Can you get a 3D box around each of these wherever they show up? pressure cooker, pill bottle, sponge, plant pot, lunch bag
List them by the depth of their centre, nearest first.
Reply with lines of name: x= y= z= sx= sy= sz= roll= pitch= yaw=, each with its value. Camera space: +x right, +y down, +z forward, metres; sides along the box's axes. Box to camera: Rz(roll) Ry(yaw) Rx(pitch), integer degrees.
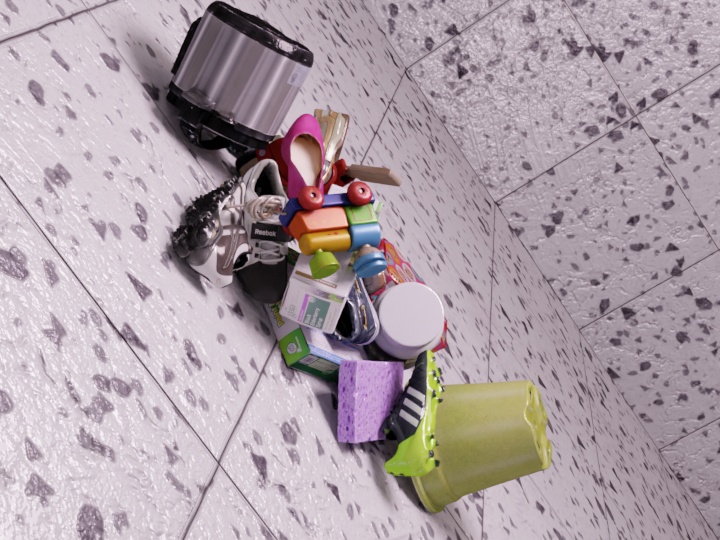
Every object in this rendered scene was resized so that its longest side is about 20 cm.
sponge: x=0.018 y=0.182 z=1.680 sx=0.200 sy=0.030 sz=0.112 roll=13 pitch=77 yaw=-68
pressure cooker: x=-0.181 y=-0.264 z=1.712 sx=0.176 sy=0.200 sz=0.179 roll=21 pitch=14 yaw=-30
plant pot: x=0.179 y=0.242 z=1.762 sx=0.200 sy=0.184 sz=0.201 roll=-14 pitch=90 yaw=-73
pill bottle: x=0.064 y=0.084 z=1.802 sx=0.114 sy=0.114 sz=0.200 roll=61 pitch=-11 yaw=9
lunch bag: x=0.072 y=0.042 z=2.064 sx=0.200 sy=0.082 sz=0.176 roll=51 pitch=17 yaw=-21

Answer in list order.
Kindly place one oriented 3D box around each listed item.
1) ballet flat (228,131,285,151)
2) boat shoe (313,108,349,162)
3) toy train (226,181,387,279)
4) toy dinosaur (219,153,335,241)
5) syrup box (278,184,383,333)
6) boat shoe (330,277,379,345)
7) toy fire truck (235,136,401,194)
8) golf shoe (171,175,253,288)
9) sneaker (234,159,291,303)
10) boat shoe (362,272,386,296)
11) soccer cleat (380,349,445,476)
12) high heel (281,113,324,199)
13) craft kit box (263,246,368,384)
ballet flat: x=-0.144 y=-0.192 z=1.899 sx=0.200 sy=0.074 sz=0.074 roll=27 pitch=34 yaw=-61
boat shoe: x=-0.077 y=-0.172 z=1.975 sx=0.072 sy=0.076 sz=0.201 roll=113 pitch=-8 yaw=-73
toy train: x=-0.065 y=-0.040 z=1.520 sx=0.199 sy=0.085 sz=0.116 roll=-8 pitch=65 yaw=-27
toy dinosaur: x=-0.108 y=-0.100 z=1.703 sx=0.060 sy=0.199 sz=0.107 roll=28 pitch=-58 yaw=52
syrup box: x=-0.038 y=-0.018 z=1.617 sx=0.081 sy=0.079 sz=0.200 roll=20 pitch=45 yaw=1
boat shoe: x=-0.038 y=0.012 z=1.685 sx=0.201 sy=0.071 sz=0.091 roll=63 pitch=15 yaw=12
toy fire truck: x=-0.059 y=-0.143 z=1.819 sx=0.176 sy=0.200 sz=0.129 roll=29 pitch=33 yaw=-60
golf shoe: x=-0.179 y=-0.048 z=1.534 sx=0.095 sy=0.078 sz=0.200 roll=55 pitch=27 yaw=-21
sneaker: x=-0.129 y=-0.057 z=1.593 sx=0.074 sy=0.089 sz=0.201 roll=0 pitch=65 yaw=-23
boat shoe: x=0.000 y=0.000 z=1.805 sx=0.200 sy=0.072 sz=0.076 roll=-169 pitch=-114 yaw=-68
soccer cleat: x=0.072 y=0.197 z=1.676 sx=0.068 sy=0.081 sz=0.200 roll=63 pitch=27 yaw=-46
high heel: x=-0.073 y=-0.156 z=1.666 sx=0.067 sy=0.096 sz=0.200 roll=23 pitch=55 yaw=-14
craft kit box: x=-0.072 y=0.061 z=1.698 sx=0.200 sy=0.048 sz=0.198 roll=31 pitch=34 yaw=-59
